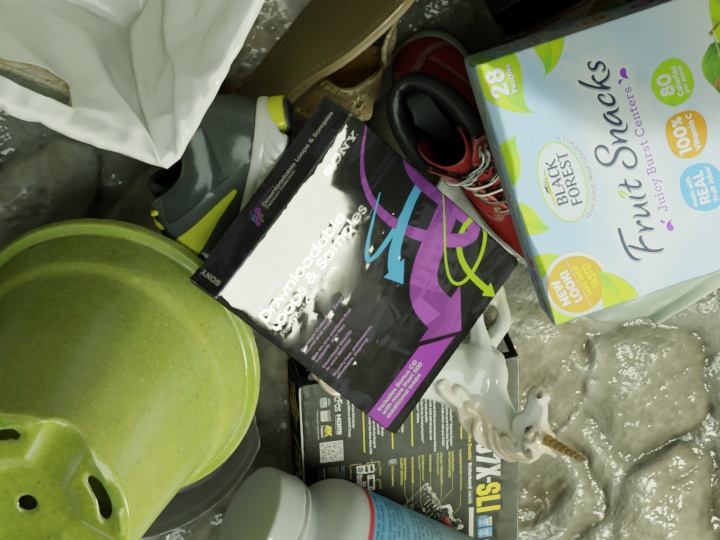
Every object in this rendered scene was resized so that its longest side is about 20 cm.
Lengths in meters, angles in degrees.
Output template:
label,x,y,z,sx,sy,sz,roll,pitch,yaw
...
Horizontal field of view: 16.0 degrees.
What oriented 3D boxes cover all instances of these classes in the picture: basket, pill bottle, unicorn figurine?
label,x,y,z,sx,sy,sz,roll,pitch,yaw
basket,-0.163,-0.204,1.521,0.197,0.161,0.201,21,114,-22
pill bottle,0.004,0.210,1.768,0.199,0.109,0.109,27,110,-25
unicorn figurine,0.060,0.059,1.737,0.199,0.074,0.138,2,82,9

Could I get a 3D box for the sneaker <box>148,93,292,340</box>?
label,x,y,z,sx,sy,sz,roll,pitch,yaw
sneaker,-0.097,-0.029,1.638,0.084,0.075,0.201,13,116,-3

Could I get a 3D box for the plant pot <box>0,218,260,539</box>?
label,x,y,z,sx,sy,sz,roll,pitch,yaw
plant pot,-0.178,0.098,1.576,0.199,0.184,0.201,5,118,10

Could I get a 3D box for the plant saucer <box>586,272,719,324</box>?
label,x,y,z,sx,sy,sz,roll,pitch,yaw
plant saucer,0.227,-0.012,1.700,0.200,0.200,0.050,-32,86,6

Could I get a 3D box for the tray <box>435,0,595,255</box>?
label,x,y,z,sx,sy,sz,roll,pitch,yaw
tray,0.131,-0.104,1.725,0.107,0.022,0.200,23,112,-22

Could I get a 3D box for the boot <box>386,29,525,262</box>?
label,x,y,z,sx,sy,sz,roll,pitch,yaw
boot,0.087,-0.055,1.641,0.072,0.144,0.200,-39,103,15

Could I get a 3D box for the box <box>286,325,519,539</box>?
label,x,y,z,sx,sy,sz,roll,pitch,yaw
box,0.032,0.144,1.828,0.159,0.049,0.201,-9,120,-11

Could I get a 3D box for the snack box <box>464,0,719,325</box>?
label,x,y,z,sx,sy,sz,roll,pitch,yaw
snack box,0.182,-0.079,1.560,0.199,0.068,0.169,-19,99,0

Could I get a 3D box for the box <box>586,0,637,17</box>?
label,x,y,z,sx,sy,sz,roll,pitch,yaw
box,0.191,-0.117,1.670,0.199,0.048,0.118,8,117,-47

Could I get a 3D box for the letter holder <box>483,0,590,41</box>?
label,x,y,z,sx,sy,sz,roll,pitch,yaw
letter holder,0.154,-0.230,1.578,0.199,0.142,0.101,-30,108,5

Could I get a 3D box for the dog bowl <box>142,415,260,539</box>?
label,x,y,z,sx,sy,sz,roll,pitch,yaw
dog bowl,-0.165,0.087,1.746,0.199,0.059,0.201,-5,120,-9

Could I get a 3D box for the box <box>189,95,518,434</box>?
label,x,y,z,sx,sy,sz,roll,pitch,yaw
box,0.000,0.000,1.625,0.143,0.036,0.200,-54,132,-3

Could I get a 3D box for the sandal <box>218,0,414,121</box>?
label,x,y,z,sx,sy,sz,roll,pitch,yaw
sandal,-0.023,-0.119,1.656,0.211,0.078,0.070,-36,126,18
